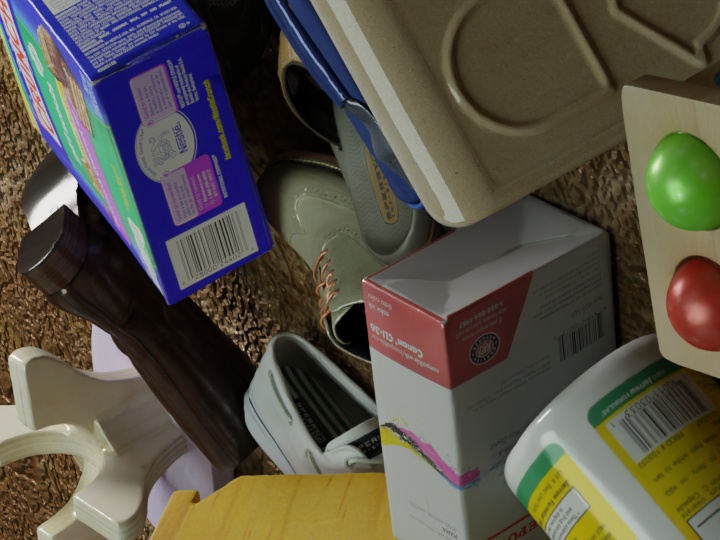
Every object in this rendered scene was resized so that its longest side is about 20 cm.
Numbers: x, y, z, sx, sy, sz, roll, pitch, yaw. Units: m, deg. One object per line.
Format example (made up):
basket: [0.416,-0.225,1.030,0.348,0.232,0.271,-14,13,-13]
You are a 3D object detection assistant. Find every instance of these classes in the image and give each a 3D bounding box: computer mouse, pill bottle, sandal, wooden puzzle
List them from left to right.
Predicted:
computer mouse: [-0.082,-0.172,1.405,0.139,0.053,0.200,54,168,29]
sandal: [-0.013,-0.095,1.379,0.082,0.054,0.201,-18,86,57]
wooden puzzle: [0.076,-0.141,1.122,0.186,0.199,0.046,61,173,1]
pill bottle: [0.170,0.138,1.257,0.200,0.113,0.113,50,146,18]

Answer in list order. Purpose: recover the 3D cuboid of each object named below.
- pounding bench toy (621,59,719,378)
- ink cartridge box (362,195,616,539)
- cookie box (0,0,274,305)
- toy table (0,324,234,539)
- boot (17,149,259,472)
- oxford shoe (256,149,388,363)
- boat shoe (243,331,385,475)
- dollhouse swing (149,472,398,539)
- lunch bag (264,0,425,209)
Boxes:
pounding bench toy: [0.189,-0.063,1.033,0.124,0.156,0.201,18,128,48]
ink cartridge box: [0.072,0.077,1.346,0.067,0.116,0.201,27,133,44]
cookie box: [-0.139,-0.108,1.479,0.200,0.075,0.172,50,162,44]
toy table: [-0.166,0.117,1.720,0.184,0.117,0.201,14,124,50]
boot: [-0.122,0.013,1.621,0.064,0.187,0.200,-33,117,27]
oxford shoe: [0.000,0.000,1.430,0.200,0.074,0.071,36,141,35]
boat shoe: [-0.002,0.115,1.521,0.200,0.073,0.067,41,142,29]
dollhouse swing: [-0.015,0.238,1.460,0.199,0.182,0.176,-4,124,20]
lunch bag: [0.027,-0.135,1.203,0.201,0.132,0.136,61,167,3]
